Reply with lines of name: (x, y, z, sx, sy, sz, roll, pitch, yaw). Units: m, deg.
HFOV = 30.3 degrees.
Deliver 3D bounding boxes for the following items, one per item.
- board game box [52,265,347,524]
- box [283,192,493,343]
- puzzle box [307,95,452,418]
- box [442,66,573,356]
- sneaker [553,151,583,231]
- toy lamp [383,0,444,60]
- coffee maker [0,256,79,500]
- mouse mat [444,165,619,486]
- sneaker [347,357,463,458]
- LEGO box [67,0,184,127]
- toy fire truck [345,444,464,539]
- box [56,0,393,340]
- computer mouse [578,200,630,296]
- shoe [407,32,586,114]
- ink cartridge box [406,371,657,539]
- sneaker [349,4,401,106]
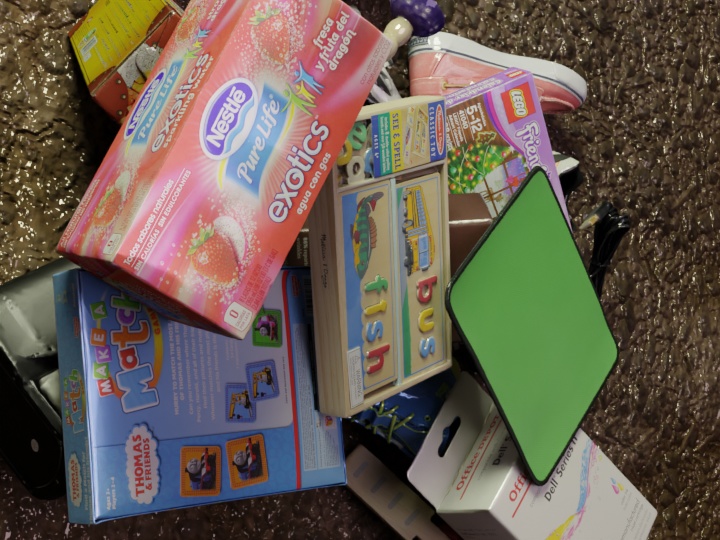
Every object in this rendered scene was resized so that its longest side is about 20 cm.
board game box: (-0.099, 0.074, 0.861, 0.199, 0.036, 0.153, 0, 83, -43)
box: (0.000, 0.000, 1.018, 0.198, 0.075, 0.101, -1, 112, -1)
puzzle box: (0.016, -0.013, 0.914, 0.133, 0.025, 0.202, -21, 112, -50)
box: (0.098, -0.047, 1.084, 0.136, 0.039, 0.201, -24, 113, -14)
sneaker: (0.150, -0.027, 1.213, 0.074, 0.079, 0.202, 53, 50, -62)
toy lamp: (-0.013, -0.141, 1.043, 0.058, 0.058, 0.200, 46, 73, -25)
coffee maker: (-0.178, 0.023, 0.912, 0.200, 0.134, 0.193, -34, 104, -38)
mouse mat: (0.137, 0.043, 1.018, 0.161, 0.007, 0.201, -50, 127, -35)
sneaker: (0.021, 0.100, 1.077, 0.199, 0.076, 0.105, 4, 37, -40)
LEGO box: (-0.120, -0.122, 0.935, 0.077, 0.200, 0.149, -45, 117, 4)
toy fire truck: (0.091, 0.202, 1.134, 0.200, 0.128, 0.177, 53, 54, -33)
box: (-0.080, -0.073, 0.781, 0.094, 0.102, 0.201, 32, 78, -28)
computer mouse: (0.195, 0.021, 1.217, 0.200, 0.046, 0.141, -32, 143, -46)
shoe: (0.126, -0.151, 1.233, 0.199, 0.071, 0.092, 10, 78, -33)
ink cartridge box: (0.140, 0.181, 1.068, 0.200, 0.067, 0.118, 45, 58, -22)
sneaker: (-0.004, -0.174, 1.121, 0.200, 0.074, 0.089, 38, 63, -29)
